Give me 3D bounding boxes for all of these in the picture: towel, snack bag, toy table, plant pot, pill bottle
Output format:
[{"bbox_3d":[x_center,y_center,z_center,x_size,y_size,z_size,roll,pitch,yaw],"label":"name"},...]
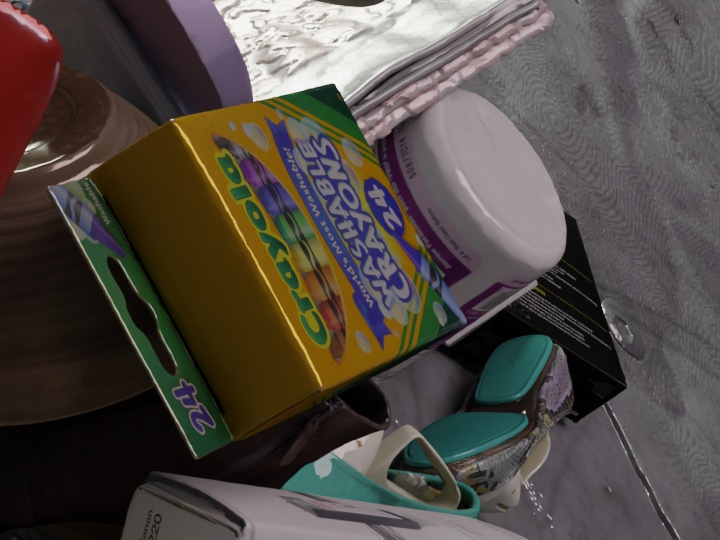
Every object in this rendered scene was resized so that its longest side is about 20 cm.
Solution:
[{"bbox_3d":[-0.031,-0.111,1.405,0.200,0.191,0.032,-35,123,-34],"label":"towel"},{"bbox_3d":[-0.115,-0.054,1.334,0.021,0.200,0.189,-33,87,-24],"label":"snack bag"},{"bbox_3d":[-0.084,-0.175,1.271,0.200,0.117,0.184,54,-17,-2],"label":"toy table"},{"bbox_3d":[-0.153,-0.027,1.179,0.201,0.200,0.093,-81,168,-55],"label":"plant pot"},{"bbox_3d":[0.000,0.000,1.417,0.112,0.200,0.112,40,30,-29],"label":"pill bottle"}]

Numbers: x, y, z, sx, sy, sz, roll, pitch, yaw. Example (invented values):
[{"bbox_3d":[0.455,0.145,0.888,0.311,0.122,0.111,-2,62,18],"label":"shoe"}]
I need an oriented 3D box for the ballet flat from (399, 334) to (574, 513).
[{"bbox_3d":[0.081,0.103,1.594,0.072,0.072,0.200,54,30,-4],"label":"ballet flat"}]

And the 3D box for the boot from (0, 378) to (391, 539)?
[{"bbox_3d":[-0.104,0.065,1.201,0.200,0.166,0.073,26,41,-45],"label":"boot"}]

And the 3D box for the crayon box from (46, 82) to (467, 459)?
[{"bbox_3d":[-0.037,-0.005,1.142,0.126,0.051,0.200,61,25,3],"label":"crayon box"}]

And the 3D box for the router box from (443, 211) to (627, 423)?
[{"bbox_3d":[0.078,-0.007,1.726,0.200,0.051,0.150,32,33,-40],"label":"router box"}]

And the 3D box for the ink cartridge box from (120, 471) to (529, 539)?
[{"bbox_3d":[-0.016,0.177,1.202,0.200,0.146,0.085,12,4,-39],"label":"ink cartridge box"}]

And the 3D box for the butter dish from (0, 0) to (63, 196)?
[{"bbox_3d":[-0.250,-0.068,1.086,0.199,0.200,0.148,22,20,-25],"label":"butter dish"}]

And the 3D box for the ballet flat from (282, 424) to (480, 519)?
[{"bbox_3d":[-0.003,0.105,1.421,0.067,0.071,0.200,27,-2,41],"label":"ballet flat"}]

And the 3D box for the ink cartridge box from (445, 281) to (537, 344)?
[{"bbox_3d":[0.006,-0.050,1.554,0.200,0.057,0.162,61,26,0],"label":"ink cartridge box"}]
